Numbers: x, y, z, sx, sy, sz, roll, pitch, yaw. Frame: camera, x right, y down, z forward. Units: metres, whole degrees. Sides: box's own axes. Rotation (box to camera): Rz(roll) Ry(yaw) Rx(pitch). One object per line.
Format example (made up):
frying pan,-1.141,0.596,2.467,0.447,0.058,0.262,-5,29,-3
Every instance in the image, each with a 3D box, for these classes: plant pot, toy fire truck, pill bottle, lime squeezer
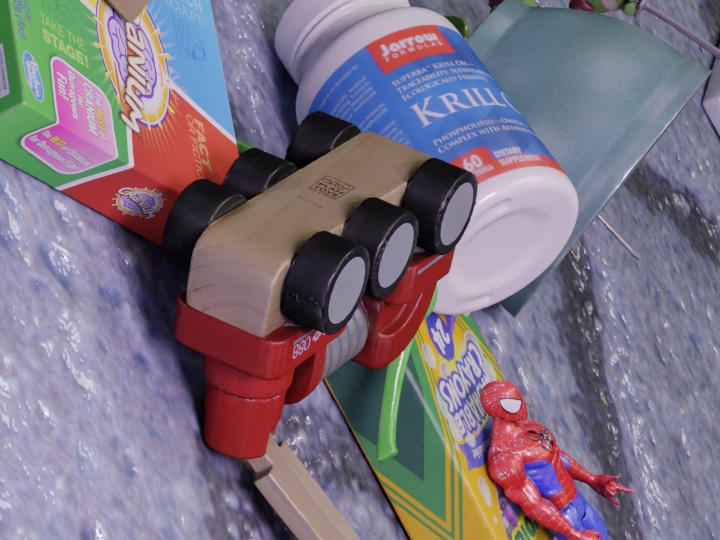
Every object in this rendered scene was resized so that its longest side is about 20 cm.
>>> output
plant pot,0.110,-0.089,1.718,0.134,0.200,0.200,39,24,3
toy fire truck,-0.017,0.046,1.384,0.176,0.128,0.201,-35,142,-54
pill bottle,0.031,-0.081,1.562,0.112,0.112,0.200,27,24,-56
lime squeezer,0.000,0.000,1.479,0.038,0.071,0.200,5,56,-64

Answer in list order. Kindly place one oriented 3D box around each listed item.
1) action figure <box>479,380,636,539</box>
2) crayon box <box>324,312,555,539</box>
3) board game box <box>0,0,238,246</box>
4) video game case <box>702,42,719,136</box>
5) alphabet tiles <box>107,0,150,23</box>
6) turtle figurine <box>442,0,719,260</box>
action figure,0.124,0.143,1.550,0.200,0.052,0.065,55,29,-20
crayon box,0.059,0.111,1.561,0.200,0.051,0.126,63,23,-10
board game box,-0.134,-0.106,1.358,0.200,0.040,0.153,30,42,-55
video game case,0.376,-0.120,2.510,0.182,0.023,0.200,60,25,-17
alphabet tiles,-0.120,-0.247,1.317,0.167,0.008,0.200,-52,128,-14
turtle figurine,0.140,-0.147,1.844,0.194,0.144,0.200,26,25,-43
